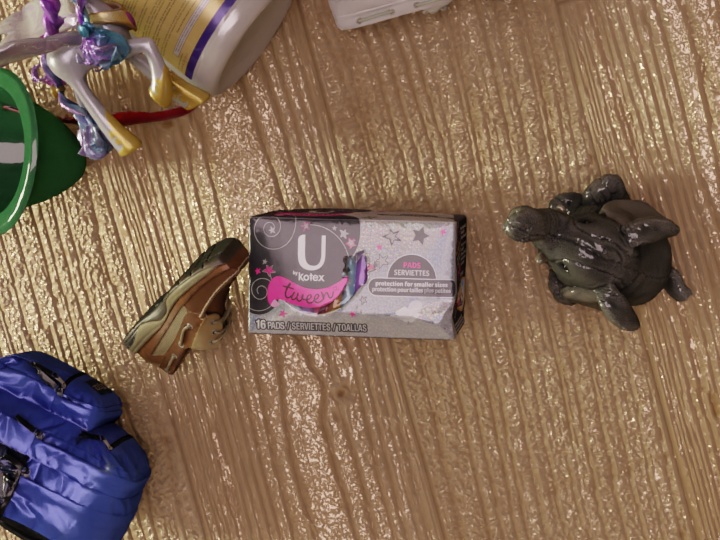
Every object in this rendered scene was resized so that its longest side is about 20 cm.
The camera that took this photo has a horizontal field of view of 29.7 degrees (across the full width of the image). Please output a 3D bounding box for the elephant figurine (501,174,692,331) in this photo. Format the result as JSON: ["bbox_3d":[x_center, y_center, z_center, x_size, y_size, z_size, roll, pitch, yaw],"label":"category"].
[{"bbox_3d":[0.222,-0.011,1.248,0.153,0.200,0.144,-16,93,9],"label":"elephant figurine"}]

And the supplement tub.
[{"bbox_3d":[-0.177,-0.282,1.304,0.199,0.145,0.146,38,100,2],"label":"supplement tub"}]

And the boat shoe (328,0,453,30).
[{"bbox_3d":[0.062,-0.283,1.317,0.197,0.074,0.067,-10,127,2],"label":"boat shoe"}]

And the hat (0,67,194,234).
[{"bbox_3d":[-0.302,-0.117,1.404,0.198,0.174,0.168,18,103,44],"label":"hat"}]

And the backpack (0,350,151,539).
[{"bbox_3d":[-0.308,0.187,1.363,0.198,0.162,0.169,31,96,5],"label":"backpack"}]

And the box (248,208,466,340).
[{"bbox_3d":[0.000,0.000,1.314,0.196,0.132,0.117,1,95,9],"label":"box"}]

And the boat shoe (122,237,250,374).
[{"bbox_3d":[-0.160,0.039,1.347,0.074,0.076,0.200,44,135,-6],"label":"boat shoe"}]

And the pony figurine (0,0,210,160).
[{"bbox_3d":[-0.262,-0.201,1.242,0.191,0.167,0.201,-23,115,21],"label":"pony figurine"}]
